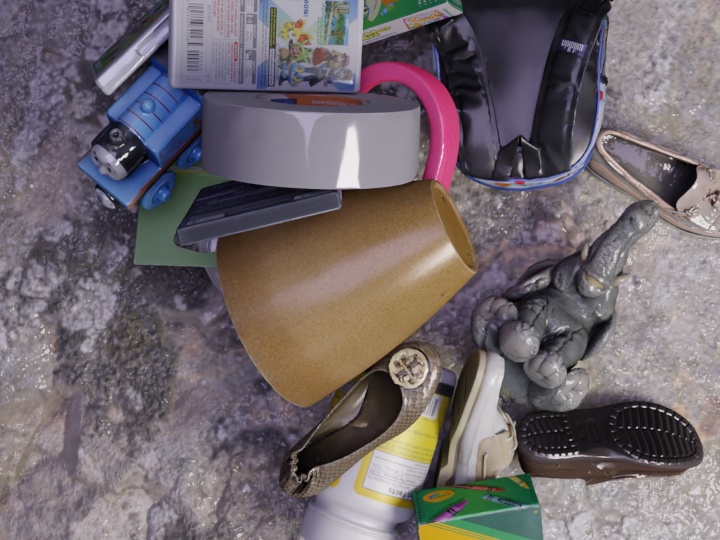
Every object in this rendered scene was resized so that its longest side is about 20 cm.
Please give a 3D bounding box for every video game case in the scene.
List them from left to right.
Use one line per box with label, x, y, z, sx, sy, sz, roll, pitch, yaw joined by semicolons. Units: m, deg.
video game case;-0.192;-0.248;1.247;0.182;0.200;0.022;-44;107;-1
video game case;-0.087;-0.067;1.164;0.141;0.200;0.019;-13;103;2
video game case;-0.083;-0.265;1.155;0.180;0.022;0.202;-1;102;-19

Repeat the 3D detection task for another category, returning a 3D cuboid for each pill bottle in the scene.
pill bottle;0.014;0.180;1.263;0.113;0.114;0.202;19;88;2

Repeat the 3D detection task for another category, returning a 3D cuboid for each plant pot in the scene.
plant pot;0.000;0.000;1.169;0.198;0.186;0.188;-25;87;16

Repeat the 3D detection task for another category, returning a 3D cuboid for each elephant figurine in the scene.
elephant figurine;0.208;0.037;1.265;0.200;0.154;0.142;-48;124;-26

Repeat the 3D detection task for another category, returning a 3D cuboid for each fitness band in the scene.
fitness band;0.025;-0.104;1.246;0.143;0.037;0.202;28;114;34

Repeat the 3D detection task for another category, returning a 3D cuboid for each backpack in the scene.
backpack;0.155;-0.175;1.257;0.198;0.154;0.193;1;82;15

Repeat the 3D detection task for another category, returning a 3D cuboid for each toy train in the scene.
toy train;-0.184;-0.147;1.215;0.086;0.114;0.200;38;75;14

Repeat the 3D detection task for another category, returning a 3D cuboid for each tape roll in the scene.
tape roll;-0.044;-0.122;1.148;0.198;0.200;0.067;3;104;1

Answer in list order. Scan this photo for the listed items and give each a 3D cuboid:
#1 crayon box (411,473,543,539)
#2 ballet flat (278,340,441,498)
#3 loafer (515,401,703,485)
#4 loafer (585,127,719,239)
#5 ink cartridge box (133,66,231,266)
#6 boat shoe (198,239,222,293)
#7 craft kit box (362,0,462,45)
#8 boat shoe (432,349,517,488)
crayon box;0.120;0.303;1.241;0.117;0.058;0.202;-9;115;0
ballet flat;-0.004;0.141;1.190;0.200;0.046;0.068;-42;67;12
loafer;0.247;0.178;1.290;0.198;0.071;0.074;5;53;-7
loafer;0.318;-0.087;1.293;0.198;0.063;0.072;25;87;2
ink cartridge box;-0.155;-0.107;1.286;0.144;0.048;0.202;2;69;2
boat shoe;-0.100;0.033;1.294;0.072;0.069;0.201;-30;87;0
craft kit box;-0.013;-0.319;1.231;0.196;0.048;0.202;-15;81;28
boat shoe;0.120;0.160;1.249;0.068;0.075;0.201;11;129;0
